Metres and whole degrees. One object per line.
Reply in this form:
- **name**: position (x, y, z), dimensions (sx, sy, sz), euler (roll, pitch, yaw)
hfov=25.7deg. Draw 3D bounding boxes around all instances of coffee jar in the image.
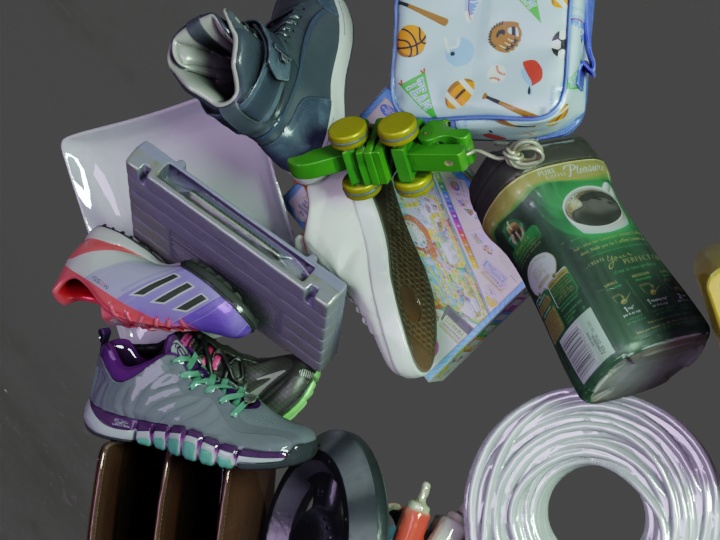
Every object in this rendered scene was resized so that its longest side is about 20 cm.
- **coffee jar**: position (0.164, -0.007, 1.162), dimensions (0.201, 0.104, 0.085), euler (63, 145, 26)

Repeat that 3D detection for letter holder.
- **letter holder**: position (-0.150, 0.240, 1.290), dimensions (0.100, 0.142, 0.201), euler (5, 90, 24)

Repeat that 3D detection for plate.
- **plate**: position (-0.141, -0.040, 1.332), dimensions (0.199, 0.032, 0.201), euler (-13, 97, 28)

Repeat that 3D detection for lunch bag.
- **lunch bag**: position (0.107, -0.191, 1.214), dimensions (0.159, 0.076, 0.201), euler (1, 81, 20)

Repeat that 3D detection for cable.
- **cable**: position (0.175, 0.187, 1.182), dimensions (0.199, 0.069, 0.201), euler (-10, 82, 18)
- **cable**: position (0.030, 0.259, 1.212), dimensions (0.050, 0.097, 0.201), euler (-20, 44, 61)

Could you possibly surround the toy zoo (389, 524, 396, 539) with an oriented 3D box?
- **toy zoo**: position (0.009, 0.299, 1.284), dimensions (0.131, 0.020, 0.201), euler (21, 97, 23)

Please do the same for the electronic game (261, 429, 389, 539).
- **electronic game**: position (-0.030, 0.225, 1.239), dimensions (0.200, 0.041, 0.201), euler (-38, 45, 53)

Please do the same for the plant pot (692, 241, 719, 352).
- **plant pot**: position (0.330, 0.047, 1.064), dimensions (0.199, 0.176, 0.201), euler (-20, 81, 23)

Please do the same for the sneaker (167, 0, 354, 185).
- **sneaker**: position (-0.078, -0.183, 1.237), dimensions (0.077, 0.146, 0.203), euler (-30, 46, 32)

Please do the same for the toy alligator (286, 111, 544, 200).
- **toy alligator**: position (0.043, -0.093, 1.174), dimensions (0.199, 0.054, 0.059), euler (-3, 129, 20)

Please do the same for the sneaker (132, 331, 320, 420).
- **sneaker**: position (-0.128, 0.091, 1.309), dimensions (0.199, 0.084, 0.077), euler (-4, 45, 23)

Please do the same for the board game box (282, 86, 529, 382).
- **board game box**: position (0.044, -0.030, 1.270), dimensions (0.134, 0.034, 0.200), euler (-45, 72, 16)

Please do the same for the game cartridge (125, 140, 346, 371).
- **game cartridge**: position (-0.098, -0.009, 1.245), dimensions (0.200, 0.130, 0.038), euler (36, 69, 13)

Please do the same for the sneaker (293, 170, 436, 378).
- **sneaker**: position (0.000, 0.000, 1.236), dimensions (0.084, 0.073, 0.201), euler (-26, 67, 24)

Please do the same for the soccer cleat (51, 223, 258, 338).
- **soccer cleat**: position (-0.166, 0.025, 1.272), dimensions (0.199, 0.068, 0.073), euler (22, 63, 36)

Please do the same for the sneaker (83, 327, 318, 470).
- **sneaker**: position (-0.127, 0.100, 1.245), dimensions (0.199, 0.074, 0.088), euler (9, 101, 16)
